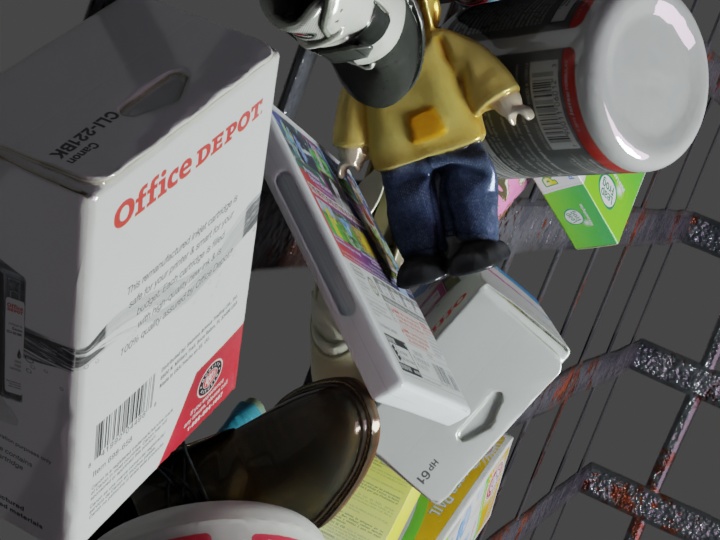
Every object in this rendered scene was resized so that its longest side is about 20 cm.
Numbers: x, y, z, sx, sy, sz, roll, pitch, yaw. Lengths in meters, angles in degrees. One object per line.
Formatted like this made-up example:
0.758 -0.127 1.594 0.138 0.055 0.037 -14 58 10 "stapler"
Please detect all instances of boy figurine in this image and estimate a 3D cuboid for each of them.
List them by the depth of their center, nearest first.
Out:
0.040 -0.096 0.978 0.064 0.124 0.201 -37 116 -73 "boy figurine"

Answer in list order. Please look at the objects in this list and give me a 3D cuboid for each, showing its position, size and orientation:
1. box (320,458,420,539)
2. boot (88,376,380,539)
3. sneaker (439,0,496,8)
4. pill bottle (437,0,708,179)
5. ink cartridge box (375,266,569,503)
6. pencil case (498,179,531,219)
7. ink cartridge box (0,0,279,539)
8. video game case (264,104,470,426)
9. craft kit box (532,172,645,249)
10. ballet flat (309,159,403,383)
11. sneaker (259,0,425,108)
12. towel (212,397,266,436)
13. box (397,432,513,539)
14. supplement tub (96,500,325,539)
-0.017 0.237 1.365 0.201 0.075 0.050 -63 163 -17 "box"
-0.076 0.122 0.895 0.097 0.075 0.200 -8 156 -45 "boot"
0.083 -0.206 1.076 0.200 0.079 0.096 -47 157 -48 "sneaker"
0.111 -0.117 1.044 0.115 0.199 0.117 -1 92 -40 "pill bottle"
0.066 0.068 1.205 0.145 0.085 0.200 -50 -172 6 "ink cartridge box"
0.097 -0.096 1.262 0.200 0.086 0.083 -53 177 -43 "pencil case"
-0.114 -0.001 0.725 0.144 0.083 0.201 -46 155 -48 "ink cartridge box"
-0.001 0.001 0.961 0.023 0.183 0.200 -29 165 9 "video game case"
0.169 -0.156 1.267 0.200 0.048 0.198 54 49 -32 "craft kit box"
0.000 0.000 1.141 0.201 0.069 0.069 -69 163 1 "ballet flat"
-0.021 -0.143 0.858 0.089 0.074 0.200 -58 152 -27 "sneaker"
-0.124 0.187 1.043 0.200 0.022 0.147 -45 152 -42 "towel"
0.048 0.223 1.500 0.200 0.101 0.113 -46 154 -50 "box"
-0.071 0.233 0.837 0.141 0.139 0.201 84 -4 -59 "supplement tub"
